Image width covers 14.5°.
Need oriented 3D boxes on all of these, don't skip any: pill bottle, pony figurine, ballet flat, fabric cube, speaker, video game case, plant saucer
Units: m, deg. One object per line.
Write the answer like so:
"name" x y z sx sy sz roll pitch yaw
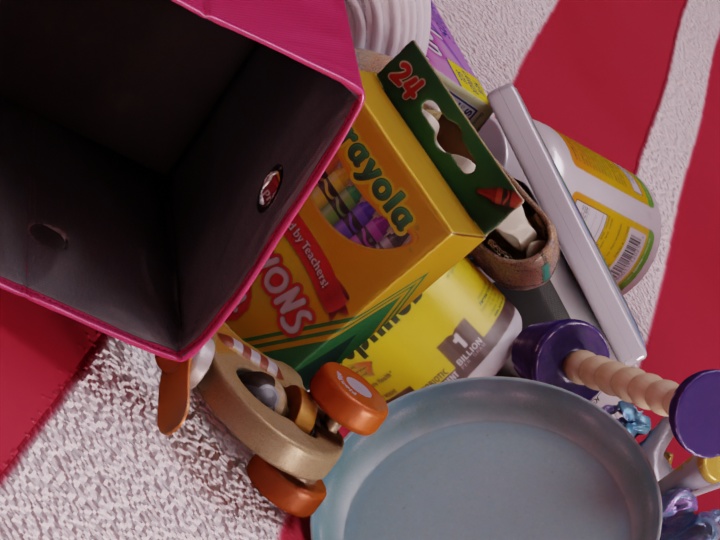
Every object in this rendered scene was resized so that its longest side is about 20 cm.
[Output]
"pill bottle" 0.132 -0.051 2.141 0.200 0.111 0.111 24 32 -49
"pony figurine" 0.154 0.158 1.707 0.167 0.200 0.193 50 49 -17
"ballet flat" 0.053 -0.071 1.781 0.200 0.068 0.067 43 -7 3
"fabric cube" -0.134 -0.109 1.522 0.199 0.196 0.200 25 26 -21
"speaker" 0.113 0.027 1.921 0.200 0.081 0.081 59 8 -45
"video game case" 0.140 -0.033 1.920 0.201 0.022 0.182 64 5 -1
"plant saucer" 0.072 0.144 1.610 0.027 0.199 0.201 82 -10 -48
"pill bottle" 0.000 0.000 1.779 0.200 0.109 0.109 45 20 -10

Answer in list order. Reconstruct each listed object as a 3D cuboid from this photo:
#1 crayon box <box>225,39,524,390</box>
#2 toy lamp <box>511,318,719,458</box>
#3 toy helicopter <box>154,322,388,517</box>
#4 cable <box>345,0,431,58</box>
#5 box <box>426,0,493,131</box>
"crayon box" -0.017 -0.029 1.662 0.127 0.200 0.051 55 21 18
"toy lamp" 0.152 0.066 1.678 0.058 0.058 0.200 39 -9 -26
"toy helicopter" -0.086 0.046 1.597 0.132 0.079 0.200 17 25 -51
"cable" -0.046 -0.159 1.835 0.200 0.200 0.069 58 -11 -25
"box" -0.027 -0.167 1.993 0.200 0.097 0.176 33 18 -30
